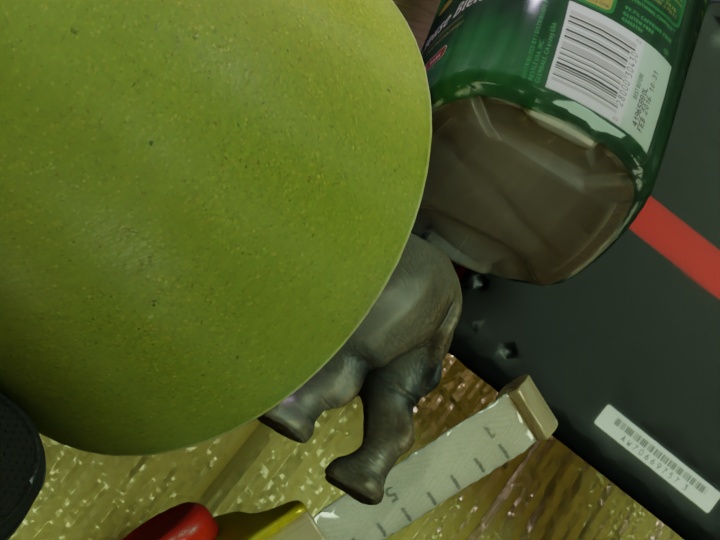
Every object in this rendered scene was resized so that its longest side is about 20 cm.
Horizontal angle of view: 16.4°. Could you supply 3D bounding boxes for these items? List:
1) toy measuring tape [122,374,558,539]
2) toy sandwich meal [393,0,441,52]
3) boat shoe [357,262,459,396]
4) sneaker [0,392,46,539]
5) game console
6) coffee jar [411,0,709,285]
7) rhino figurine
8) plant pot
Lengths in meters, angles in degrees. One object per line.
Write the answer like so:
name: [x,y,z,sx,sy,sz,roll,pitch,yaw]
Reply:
toy measuring tape: [-0.025,0.096,0.876,0.199,0.074,0.074,-34,101,-9]
toy sandwich meal: [0.005,-0.123,0.928,0.204,0.070,0.206,12,71,-38]
boat shoe: [0.000,0.000,0.957,0.199,0.072,0.076,-9,49,-31]
sneaker: [-0.161,0.055,0.698,0.199,0.082,0.074,4,71,-45]
game console: [0.151,0.012,0.922,0.200,0.031,0.177,38,86,1]
coffee jar: [0.077,-0.101,0.869,0.085,0.104,0.201,27,56,-8]
rhino figurine: [-0.053,-0.005,0.858,0.088,0.199,0.060,-55,154,-14]
plant pot: [-0.107,-0.066,0.751,0.200,0.186,0.188,38,54,-51]
